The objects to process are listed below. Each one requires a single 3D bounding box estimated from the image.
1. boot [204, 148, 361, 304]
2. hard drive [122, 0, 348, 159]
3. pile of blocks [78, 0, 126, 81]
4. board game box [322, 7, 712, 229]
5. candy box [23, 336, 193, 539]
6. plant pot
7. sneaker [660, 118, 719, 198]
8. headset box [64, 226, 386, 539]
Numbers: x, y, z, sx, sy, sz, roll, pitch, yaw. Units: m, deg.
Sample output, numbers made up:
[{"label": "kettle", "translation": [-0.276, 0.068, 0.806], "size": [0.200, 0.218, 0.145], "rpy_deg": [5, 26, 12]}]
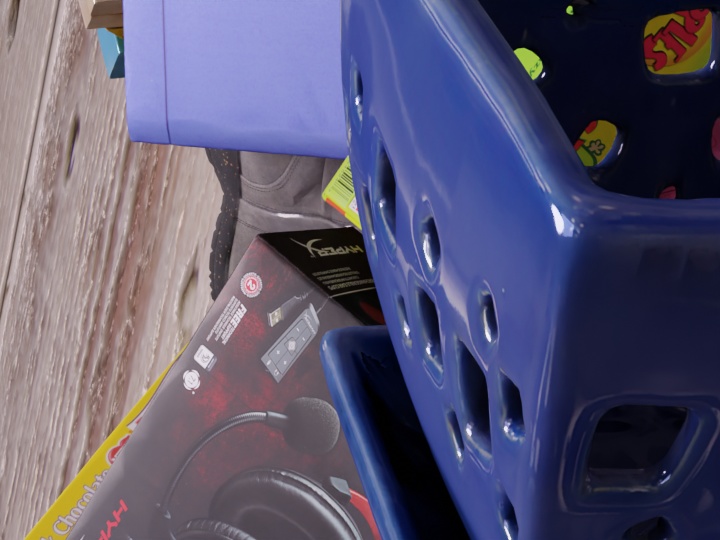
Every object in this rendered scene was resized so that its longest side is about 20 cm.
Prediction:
[{"label": "boot", "translation": [0.000, 0.000, 1.149], "size": [0.131, 0.070, 0.201], "rpy_deg": [32, 150, 36]}, {"label": "hard drive", "translation": [0.002, -0.107, 1.035], "size": [0.199, 0.025, 0.133], "rpy_deg": [6, 104, 27]}, {"label": "pile of blocks", "translation": [-0.059, -0.077, 1.202], "size": [0.082, 0.200, 0.063], "rpy_deg": [-27, 65, 27]}, {"label": "board game box", "translation": [0.073, -0.084, 0.917], "size": [0.201, 0.047, 0.102], "rpy_deg": [-57, 24, 3]}, {"label": "candy box", "translation": [-0.093, 0.103, 1.138], "size": [0.200, 0.026, 0.103], "rpy_deg": [-51, -25, -31]}, {"label": "plant pot", "translation": [0.097, 0.015, 0.720], "size": [0.200, 0.198, 0.181], "rpy_deg": [-113, 29, -55]}, {"label": "sneaker", "translation": [0.073, 0.017, 0.967], "size": [0.200, 0.087, 0.074], "rpy_deg": [-36, 28, 35]}, {"label": "headset box", "translation": [0.017, 0.104, 0.905], "size": [0.200, 0.075, 0.149], "rpy_deg": [40, 109, 19]}]
